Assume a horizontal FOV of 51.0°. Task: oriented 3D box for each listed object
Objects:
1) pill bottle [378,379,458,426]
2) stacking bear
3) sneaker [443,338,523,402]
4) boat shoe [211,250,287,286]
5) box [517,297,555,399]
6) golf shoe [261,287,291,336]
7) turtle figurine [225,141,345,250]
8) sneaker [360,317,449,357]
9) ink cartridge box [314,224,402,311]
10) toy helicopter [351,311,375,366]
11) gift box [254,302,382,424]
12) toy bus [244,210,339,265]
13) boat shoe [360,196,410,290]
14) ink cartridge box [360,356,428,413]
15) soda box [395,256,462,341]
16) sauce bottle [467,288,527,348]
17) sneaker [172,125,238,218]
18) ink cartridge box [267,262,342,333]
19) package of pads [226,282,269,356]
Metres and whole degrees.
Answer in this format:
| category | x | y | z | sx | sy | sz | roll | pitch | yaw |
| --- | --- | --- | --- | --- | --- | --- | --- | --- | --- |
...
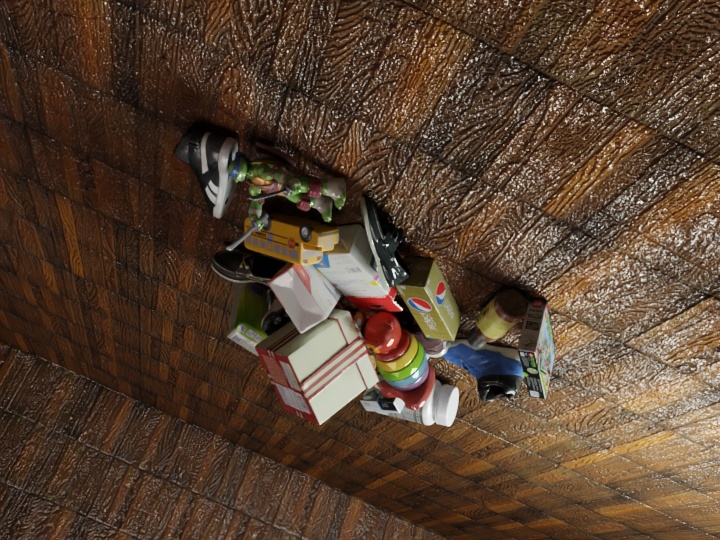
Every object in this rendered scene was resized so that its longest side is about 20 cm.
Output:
| category | x | y | z | sx | sy | sz | roll | pitch | yaw |
| --- | --- | --- | --- | --- | --- | --- | --- | --- | --- |
| pill bottle | 0.139 | 0.320 | 1.888 | 0.195 | 0.116 | 0.115 | 10 | 151 | 23 |
| stacking bear | 0.070 | 0.168 | 1.538 | 0.120 | 0.114 | 0.202 | 18 | 149 | 45 |
| sneaker | 0.253 | 0.219 | 1.621 | 0.196 | 0.113 | 0.077 | 7 | 151 | 27 |
| boat shoe | -0.224 | -0.010 | 1.617 | 0.196 | 0.073 | 0.061 | 13 | 149 | 1 |
| box | 0.337 | 0.151 | 1.437 | 0.034 | 0.112 | 0.201 | 7 | 150 | 24 |
| golf shoe | -0.176 | 0.083 | 1.632 | 0.087 | 0.200 | 0.079 | 25 | 113 | 11 |
| turtle figurine | -0.127 | -0.106 | 1.250 | 0.189 | 0.202 | 0.146 | 7 | 126 | -23 |
| sneaker | 0.098 | 0.117 | 1.612 | 0.195 | 0.077 | 0.117 | 9 | 145 | 5 |
| ink cartridge box | 0.000 | 0.000 | 1.462 | 0.114 | 0.068 | 0.200 | -2 | 145 | 39 |
| toy helicopter | -0.018 | 0.190 | 1.749 | 0.077 | 0.135 | 0.201 | 1 | 147 | 34 |
| gift box | -0.071 | 0.187 | 1.521 | 0.198 | 0.185 | 0.188 | 10 | 128 | 54 |
| toy bus | -0.130 | -0.062 | 1.395 | 0.197 | 0.080 | 0.064 | 16 | -161 | 38 |
| boat shoe | 0.048 | -0.052 | 1.334 | 0.064 | 0.075 | 0.203 | -14 | 124 | 5 |
| ink cartridge box | 0.085 | 0.227 | 1.682 | 0.098 | 0.201 | 0.040 | -7 | 127 | 40 |
| soda box | 0.136 | 0.058 | 1.470 | 0.066 | 0.065 | 0.201 | 6 | 149 | 30 |
| sauce bottle | 0.255 | 0.100 | 1.453 | 0.065 | 0.067 | 0.201 | 23 | 151 | -3 |
| sneaker | -0.279 | -0.184 | 1.345 | 0.110 | 0.074 | 0.201 | 24 | 145 | 2 |
| ink cartridge box | -0.098 | 0.026 | 1.475 | 0.067 | 0.200 | 0.118 | -31 | 99 | 17 |
| package of pads | -0.211 | 0.108 | 1.681 | 0.153 | 0.202 | 0.068 | 34 | 118 | -23 |
